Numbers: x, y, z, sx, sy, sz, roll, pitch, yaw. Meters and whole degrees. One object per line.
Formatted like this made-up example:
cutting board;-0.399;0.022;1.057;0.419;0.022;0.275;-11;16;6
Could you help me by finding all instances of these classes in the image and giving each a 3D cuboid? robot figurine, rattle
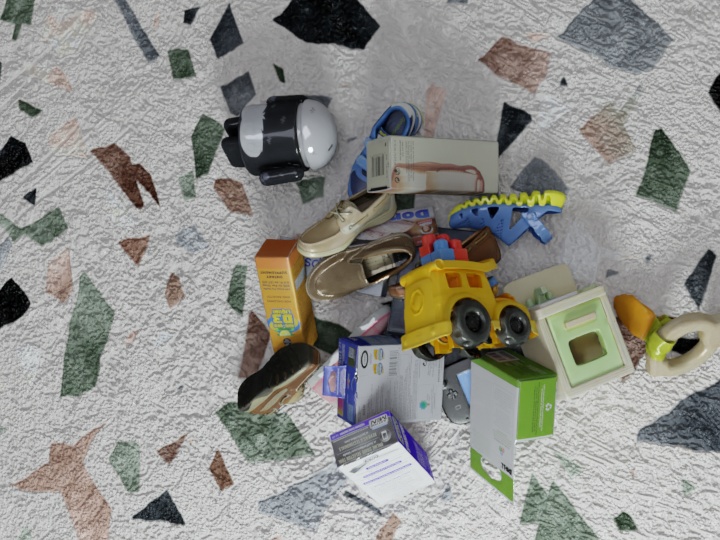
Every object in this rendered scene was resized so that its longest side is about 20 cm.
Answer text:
robot figurine;-0.137;-0.228;1.594;0.197;0.125;0.153;-5;98;11
rattle;0.538;0.086;1.501;0.198;0.143;0.132;-21;118;-5

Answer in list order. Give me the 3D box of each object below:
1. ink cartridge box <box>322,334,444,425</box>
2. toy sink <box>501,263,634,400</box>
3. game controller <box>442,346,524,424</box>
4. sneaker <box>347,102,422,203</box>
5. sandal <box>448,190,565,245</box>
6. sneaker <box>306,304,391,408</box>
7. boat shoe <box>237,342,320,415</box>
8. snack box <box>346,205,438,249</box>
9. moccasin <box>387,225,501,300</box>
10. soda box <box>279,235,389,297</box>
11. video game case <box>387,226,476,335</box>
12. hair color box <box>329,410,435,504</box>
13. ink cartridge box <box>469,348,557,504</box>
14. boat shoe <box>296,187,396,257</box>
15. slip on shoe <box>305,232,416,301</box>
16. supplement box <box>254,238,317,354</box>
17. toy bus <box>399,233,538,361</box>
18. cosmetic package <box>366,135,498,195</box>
ink cartridge box;0.036;0.178;1.512;0.197;0.076;0.139;-1;97;-28
toy sink;0.332;0.092;1.478;0.129;0.112;0.203;-18;85;-14
game controller;0.224;0.183;1.553;0.198;0.042;0.106;-24;84;10
sneaker;0.033;-0.203;1.579;0.073;0.082;0.202;29;96;9
sandal;0.245;-0.083;1.536;0.197;0.079;0.089;-4;86;13
sneaker;0.008;0.158;1.581;0.105;0.075;0.200;44;100;7
boat shoe;-0.132;0.191;1.585;0.199;0.073;0.076;-35;39;36
snack box;0.031;-0.066;1.567;0.197;0.025;0.072;-8;45;-1
moccasin;0.133;-0.011;1.498;0.199;0.074;0.079;-25;101;-4
soda box;-0.047;-0.006;1.599;0.197;0.063;0.069;12;89;11
video game case;0.130;0.020;1.546;0.141;0.019;0.203;7;65;11
hair color box;0.039;0.310;1.507;0.108;0.200;0.065;-24;55;8
ink cartridge box;0.239;0.244;1.469;0.075;0.148;0.203;-5;103;-22
boat shoe;-0.024;-0.089;1.530;0.199;0.066;0.072;-29;46;-23
slip on shoe;0.000;0.000;1.517;0.197;0.061;0.077;-20;111;6
supplement box;-0.125;0.049;1.565;0.066;0.069;0.202;0;122;16
toy bus;0.159;0.036;1.420;0.198;0.135;0.195;3;72;-31
cosmetic package;0.117;-0.169;1.505;0.197;0.103;0.089;-1;91;-22
